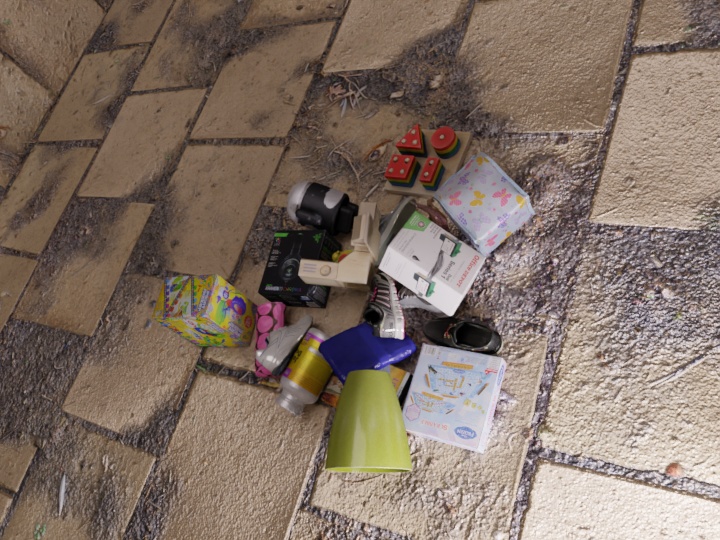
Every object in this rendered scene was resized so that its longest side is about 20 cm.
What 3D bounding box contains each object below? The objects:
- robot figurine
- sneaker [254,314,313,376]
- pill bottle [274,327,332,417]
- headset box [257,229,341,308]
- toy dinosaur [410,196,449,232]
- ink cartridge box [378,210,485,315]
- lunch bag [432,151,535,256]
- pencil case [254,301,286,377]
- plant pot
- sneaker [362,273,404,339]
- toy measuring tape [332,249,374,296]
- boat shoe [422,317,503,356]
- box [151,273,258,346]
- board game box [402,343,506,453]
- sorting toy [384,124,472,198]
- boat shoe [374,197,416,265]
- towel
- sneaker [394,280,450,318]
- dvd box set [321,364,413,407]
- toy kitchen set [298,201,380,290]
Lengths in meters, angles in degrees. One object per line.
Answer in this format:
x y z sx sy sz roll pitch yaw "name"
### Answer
-0.105 -0.166 1.893 0.197 0.151 0.127 20 76 12 "robot figurine"
-0.185 0.170 1.734 0.086 0.075 0.200 29 44 13 "sneaker"
-0.128 0.250 1.693 0.103 0.104 0.202 20 75 38 "pill bottle"
-0.159 -0.012 1.870 0.171 0.093 0.204 2 67 32 "headset box"
0.187 -0.088 1.657 0.085 0.202 0.136 -29 39 -3 "toy dinosaur"
0.164 -0.017 1.566 0.198 0.085 0.147 33 51 8 "ink cartridge box"
0.291 -0.165 1.665 0.169 0.127 0.201 -41 61 4 "lunch bag"
-0.228 0.176 1.812 0.094 0.089 0.203 -48 40 47 "pencil case"
0.019 0.321 1.485 0.184 0.187 0.204 -9 69 27 "plant pot"
0.044 0.082 1.648 0.086 0.075 0.202 -5 45 -12 "sneaker"
0.000 0.000 1.786 0.199 0.074 0.074 36 84 33 "toy measuring tape"
0.222 0.140 1.569 0.199 0.063 0.075 11 72 37 "boat shoe"
-0.416 0.114 1.889 0.189 0.200 0.124 -3 60 29 "box"
0.199 0.273 1.517 0.197 0.041 0.203 7 67 35 "board game box"
0.170 -0.301 1.854 0.197 0.070 0.202 11 70 36 "sorting toy"
0.068 -0.112 1.806 0.071 0.070 0.202 32 85 34 "boat shoe"
0.015 0.187 1.632 0.197 0.050 0.148 -24 43 -18 "towel"
0.129 0.042 1.647 0.197 0.116 0.076 14 71 36 "sneaker"
0.015 0.277 1.637 0.198 0.029 0.148 19 74 38 "dvd box set"
-0.053 -0.076 1.700 0.176 0.163 0.204 5 76 12 "toy kitchen set"
